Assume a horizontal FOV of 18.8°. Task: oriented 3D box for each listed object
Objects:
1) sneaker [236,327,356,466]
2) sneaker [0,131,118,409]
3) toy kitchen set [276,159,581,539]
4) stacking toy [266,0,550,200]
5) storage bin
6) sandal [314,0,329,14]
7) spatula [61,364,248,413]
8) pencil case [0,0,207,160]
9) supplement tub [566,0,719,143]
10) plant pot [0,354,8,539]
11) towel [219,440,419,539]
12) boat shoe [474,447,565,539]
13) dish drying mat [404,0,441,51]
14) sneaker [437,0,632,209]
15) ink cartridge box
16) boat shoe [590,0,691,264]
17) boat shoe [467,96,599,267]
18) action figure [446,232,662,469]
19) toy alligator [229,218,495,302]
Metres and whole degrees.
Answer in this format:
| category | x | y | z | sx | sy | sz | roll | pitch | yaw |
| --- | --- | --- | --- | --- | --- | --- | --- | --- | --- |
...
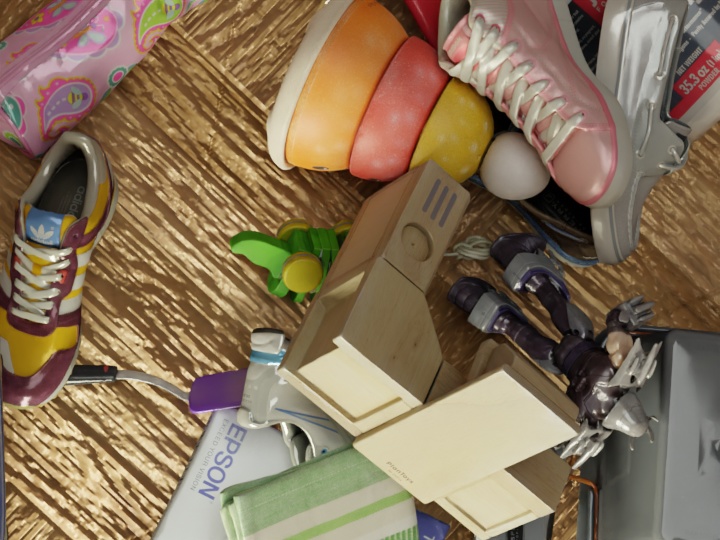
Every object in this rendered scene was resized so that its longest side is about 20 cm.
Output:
| category | x | y | z | sx | sy | sz | roll | pitch | yaw |
| --- | --- | --- | --- | --- | --- | --- | --- | --- | --- |
| sneaker | -0.008 | 0.114 | 1.567 | 0.200 | 0.075 | 0.087 | 25 | 80 | -27 |
| sneaker | -0.228 | -0.003 | 1.550 | 0.075 | 0.090 | 0.200 | 10 | 73 | 5 |
| toy kitchen set | 0.090 | 0.044 | 1.500 | 0.200 | 0.163 | 0.181 | 41 | 50 | -17 |
| stacking toy | 0.045 | -0.105 | 1.574 | 0.200 | 0.146 | 0.146 | 26 | 77 | 10 |
| storage bin | 0.230 | 0.130 | 1.589 | 0.145 | 0.134 | 0.201 | 7 | 79 | -8 |
| sandal | 0.047 | -0.265 | 1.656 | 0.070 | 0.078 | 0.212 | 31 | 71 | -4 |
| spatula | -0.162 | 0.081 | 1.581 | 0.199 | 0.057 | 0.021 | 5 | 116 | -2 |
| pencil case | -0.200 | -0.173 | 1.594 | 0.087 | 0.087 | 0.200 | 45 | 78 | 0 |
| supplement tub | 0.214 | -0.204 | 1.639 | 0.200 | 0.140 | 0.140 | 41 | 77 | -1 |
| plant pot | -0.337 | 0.130 | 1.470 | 0.179 | 0.200 | 0.201 | -2 | 80 | -17 |
| towel | -0.020 | 0.226 | 1.530 | 0.152 | 0.023 | 0.201 | -18 | 108 | -31 |
| boat shoe | 0.114 | 0.178 | 1.595 | 0.070 | 0.066 | 0.200 | 6 | 61 | -4 |
| dish drying mat | 0.051 | -0.235 | 1.613 | 0.077 | 0.018 | 0.200 | -36 | 104 | -31 |
| sneaker | 0.112 | -0.128 | 1.524 | 0.104 | 0.075 | 0.201 | 2 | 53 | -32 |
| ink cartridge box | -0.058 | 0.227 | 1.573 | 0.200 | 0.041 | 0.200 | 26 | 77 | -4 |
| boat shoe | 0.204 | -0.102 | 1.563 | 0.068 | 0.072 | 0.201 | 6 | 95 | 14 |
| boat shoe | 0.122 | -0.087 | 1.639 | 0.200 | 0.072 | 0.072 | 40 | 77 | -1 |
| action figure | 0.153 | 0.055 | 1.567 | 0.130 | 0.069 | 0.200 | -53 | 52 | 16 |
| toy alligator | 0.000 | 0.000 | 1.618 | 0.199 | 0.059 | 0.054 | 2 | 123 | -12 |
